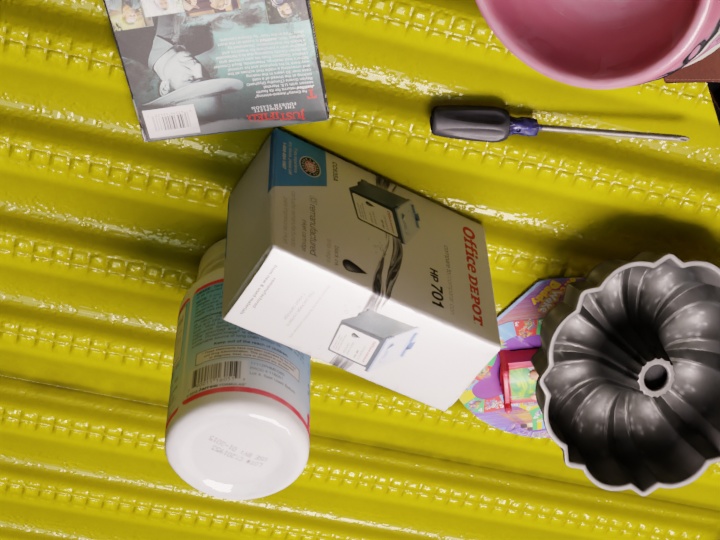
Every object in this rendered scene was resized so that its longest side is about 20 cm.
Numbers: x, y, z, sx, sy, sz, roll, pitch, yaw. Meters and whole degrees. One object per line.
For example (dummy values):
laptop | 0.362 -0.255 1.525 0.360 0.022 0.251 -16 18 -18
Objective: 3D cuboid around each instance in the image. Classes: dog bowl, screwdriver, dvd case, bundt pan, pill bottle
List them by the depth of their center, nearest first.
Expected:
dog bowl | 0.153 -0.205 0.900 0.198 0.074 0.202 17 127 24
dvd case | -0.106 -0.182 1.010 0.144 0.022 0.202 -7 131 5
screwdriver | 0.150 -0.105 1.083 0.197 0.028 0.029 5 163 -7
pill bottle | -0.092 0.069 1.116 0.107 0.201 0.110 0 133 0
bundt pan | 0.229 0.077 1.178 0.199 0.076 0.205 -3 105 -12

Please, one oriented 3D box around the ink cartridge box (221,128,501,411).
ink cartridge box | 0.000 0.000 1.093 0.198 0.147 0.086 22 127 -21

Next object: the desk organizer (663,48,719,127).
desk organizer | 0.268 -0.132 1.015 0.076 0.072 0.201 4 139 34

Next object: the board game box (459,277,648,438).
board game box | 0.175 0.092 1.250 0.157 0.039 0.200 29 125 -25
